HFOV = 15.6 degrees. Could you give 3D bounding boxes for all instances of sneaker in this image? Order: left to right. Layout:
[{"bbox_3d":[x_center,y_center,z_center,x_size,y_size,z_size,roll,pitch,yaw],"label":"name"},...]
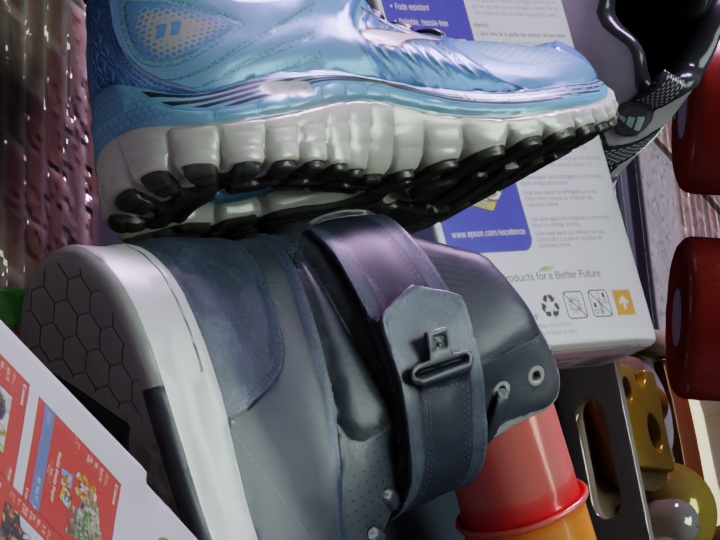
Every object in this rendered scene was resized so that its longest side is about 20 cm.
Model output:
[{"bbox_3d":[-0.001,0.082,0.715,0.146,0.077,0.203,-11,89,-43],"label":"sneaker"},{"bbox_3d":[0.000,-0.063,0.767,0.200,0.078,0.090,-4,71,-49],"label":"sneaker"},{"bbox_3d":[0.100,-0.117,1.024,0.078,0.140,0.200,24,41,-28],"label":"sneaker"}]

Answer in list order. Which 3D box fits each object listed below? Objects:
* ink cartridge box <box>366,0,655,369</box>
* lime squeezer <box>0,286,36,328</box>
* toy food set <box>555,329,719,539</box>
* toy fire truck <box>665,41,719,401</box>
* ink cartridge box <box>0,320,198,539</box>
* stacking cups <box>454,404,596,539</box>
[{"bbox_3d":[0.038,-0.061,0.927,0.095,0.037,0.200,-3,75,-41],"label":"ink cartridge box"},{"bbox_3d":[-0.040,-0.003,0.780,0.200,0.038,0.071,-40,102,-48],"label":"lime squeezer"},{"bbox_3d":[0.141,0.082,1.112,0.200,0.060,0.144,15,62,-64],"label":"toy food set"},{"bbox_3d":[0.179,-0.024,1.087,0.168,0.112,0.200,-94,-175,-83],"label":"toy fire truck"},{"bbox_3d":[-0.107,0.106,0.512,0.176,0.084,0.200,51,32,-41],"label":"ink cartridge box"},{"bbox_3d":[0.072,0.136,0.900,0.061,0.060,0.200,-50,126,-63],"label":"stacking cups"}]
